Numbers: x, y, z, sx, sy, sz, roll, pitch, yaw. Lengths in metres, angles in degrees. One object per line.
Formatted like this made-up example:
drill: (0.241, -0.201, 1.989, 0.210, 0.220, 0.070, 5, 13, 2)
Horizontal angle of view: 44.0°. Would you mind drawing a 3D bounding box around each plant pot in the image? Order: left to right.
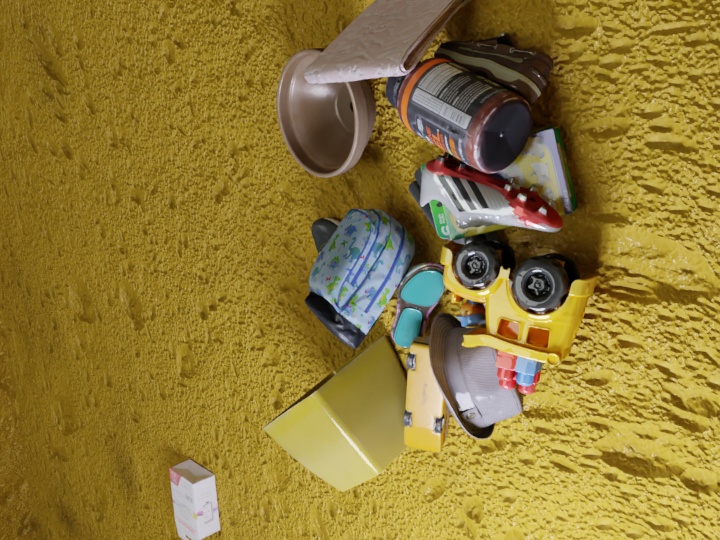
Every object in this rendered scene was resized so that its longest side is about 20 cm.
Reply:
plant pot: (-0.039, -0.258, 1.432, 0.200, 0.092, 0.202, 24, 123, 43)
plant pot: (-0.012, 0.263, 1.551, 0.177, 0.200, 0.200, 52, 139, 2)

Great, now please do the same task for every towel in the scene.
towel: (0.039, -0.328, 1.247, 0.199, 0.191, 0.032, 7, 139, 48)

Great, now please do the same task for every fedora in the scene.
fedora: (0.183, 0.147, 1.298, 0.090, 0.177, 0.201, -17, 118, 25)

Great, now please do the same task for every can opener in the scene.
can opener: (0.146, -0.075, 1.332, 0.200, 0.067, 0.053, 60, 142, 34)

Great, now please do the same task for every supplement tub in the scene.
supplement tub: (0.121, -0.211, 1.164, 0.200, 0.107, 0.108, 38, 131, 40)

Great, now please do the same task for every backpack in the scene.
backpack: (0.000, 0.000, 1.417, 0.154, 0.200, 0.163, 50, 174, -23)

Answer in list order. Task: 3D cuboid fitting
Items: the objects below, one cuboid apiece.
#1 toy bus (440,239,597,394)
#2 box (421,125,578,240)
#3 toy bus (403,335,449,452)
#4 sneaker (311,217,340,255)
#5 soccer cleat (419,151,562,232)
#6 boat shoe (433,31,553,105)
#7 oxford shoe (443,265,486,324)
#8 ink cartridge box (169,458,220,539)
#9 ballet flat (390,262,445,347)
toy bus: (0.196, 0.062, 1.188, 0.199, 0.136, 0.193, 16, 100, 20)
box: (0.181, -0.114, 1.205, 0.199, 0.048, 0.118, -13, 96, 26)
toy bus: (0.112, 0.197, 1.444, 0.065, 0.078, 0.201, 10, 115, 17)
sneaker: (-0.036, -0.004, 1.539, 0.201, 0.084, 0.075, 58, 139, 15)
soccer cleat: (0.166, -0.084, 1.161, 0.199, 0.069, 0.086, 27, 118, 18)
boat shoe: (0.182, -0.281, 1.196, 0.075, 0.075, 0.202, -55, 44, 2)
oxford shoe: (0.187, 0.033, 1.300, 0.200, 0.074, 0.071, 34, 131, 37)
ink cartridge box: (-0.415, 0.592, 2.243, 0.116, 0.067, 0.201, 18, 117, 45)
ballet flat: (0.092, 0.040, 1.415, 0.069, 0.071, 0.201, 15, 136, 1)
